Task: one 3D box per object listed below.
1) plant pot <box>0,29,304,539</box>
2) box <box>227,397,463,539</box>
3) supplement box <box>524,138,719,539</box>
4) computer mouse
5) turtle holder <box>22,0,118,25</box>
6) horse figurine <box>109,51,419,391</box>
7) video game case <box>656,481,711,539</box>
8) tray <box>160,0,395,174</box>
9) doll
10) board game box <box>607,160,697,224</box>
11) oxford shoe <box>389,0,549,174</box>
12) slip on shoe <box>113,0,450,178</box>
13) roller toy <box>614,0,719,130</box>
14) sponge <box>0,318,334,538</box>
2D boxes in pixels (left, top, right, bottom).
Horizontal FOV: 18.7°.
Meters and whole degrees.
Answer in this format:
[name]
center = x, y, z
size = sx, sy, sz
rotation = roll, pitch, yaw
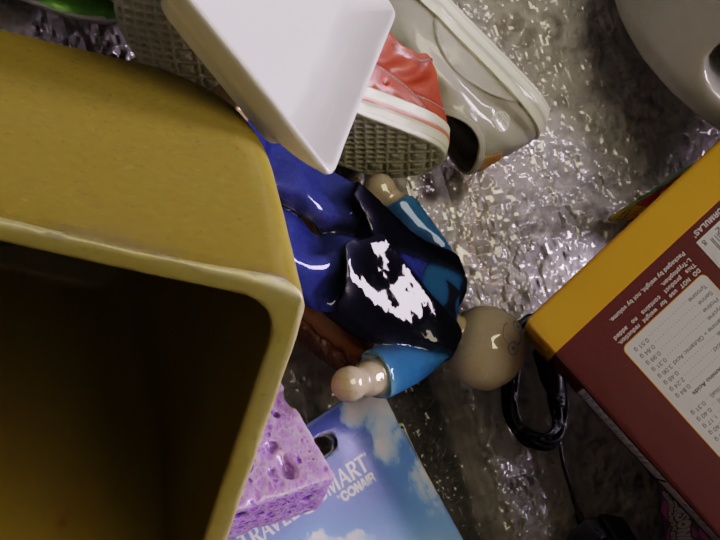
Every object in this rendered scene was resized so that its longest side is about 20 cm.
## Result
[plant pot]
center = -0.138, 0.007, 0.841
size = 0.194, 0.195, 0.201
rotation = 13, 33, -11
[box]
center = 0.006, 0.167, 1.007
size = 0.122, 0.048, 0.201
rotation = -30, 91, -37
[supplement box]
center = 0.215, 0.035, 1.036
size = 0.197, 0.133, 0.200
rotation = -42, 85, 0
[computer mouse]
center = 0.118, 0.117, 1.107
size = 0.058, 0.034, 0.202
rotation = -16, 83, -35
[turtle holder]
center = -0.112, -0.181, 1.003
size = 0.185, 0.140, 0.133
rotation = 32, 68, -60
[horse figurine]
center = -0.056, -0.028, 1.029
size = 0.199, 0.050, 0.134
rotation = 23, 59, -30
[video game case]
center = 0.232, 0.134, 1.167
size = 0.180, 0.036, 0.202
rotation = 4, 73, -40
[tray]
center = -0.036, -0.112, 0.897
size = 0.108, 0.022, 0.200
rotation = 50, 22, -14
[doll]
center = 0.000, 0.000, 0.995
size = 0.199, 0.048, 0.137
rotation = 35, 42, -32
[board game box]
center = 0.238, -0.037, 1.197
size = 0.198, 0.095, 0.030
rotation = 2, 67, -33
[oxford shoe]
center = 0.010, -0.121, 1.095
size = 0.200, 0.075, 0.058
rotation = 42, 80, -14
[slip on shoe]
center = -0.034, -0.101, 1.002
size = 0.199, 0.074, 0.062
rotation = 22, 58, -42
[roller toy]
center = 0.234, -0.159, 1.193
size = 0.182, 0.140, 0.201
rotation = -12, 60, -45
[sponge]
center = -0.122, 0.078, 0.929
size = 0.199, 0.030, 0.112
rotation = -15, 60, -31
